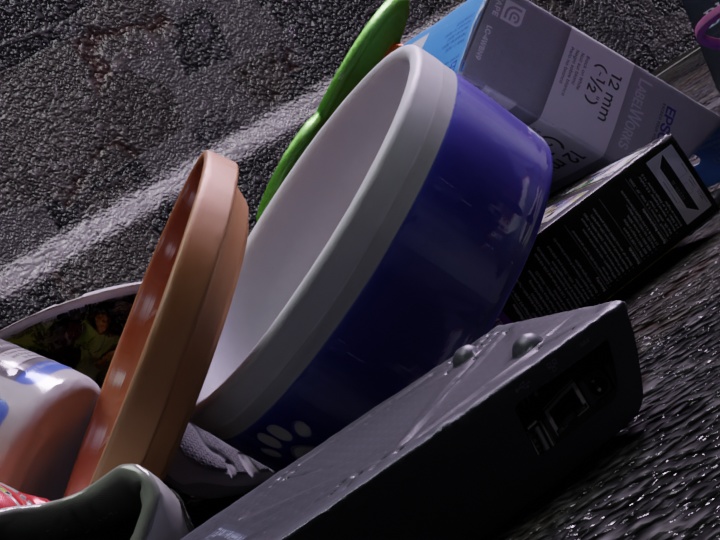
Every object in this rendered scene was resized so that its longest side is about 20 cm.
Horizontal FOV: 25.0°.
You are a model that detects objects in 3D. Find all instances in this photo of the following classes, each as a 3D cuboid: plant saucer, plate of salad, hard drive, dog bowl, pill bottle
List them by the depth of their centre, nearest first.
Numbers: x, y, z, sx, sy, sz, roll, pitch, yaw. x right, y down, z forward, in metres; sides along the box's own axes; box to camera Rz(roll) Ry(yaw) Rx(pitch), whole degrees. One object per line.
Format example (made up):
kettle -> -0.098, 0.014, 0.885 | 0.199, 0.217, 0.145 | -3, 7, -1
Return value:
hard drive -> -0.005, 0.081, 0.535 | 0.199, 0.042, 0.135 | -33, 3, -15
plant saucer -> -0.093, 0.044, 0.735 | 0.200, 0.032, 0.202 | -158, 90, -79
dog bowl -> 0.000, 0.000, 0.751 | 0.201, 0.079, 0.200 | -54, 13, 18
pill bottle -> -0.243, 0.073, 0.838 | 0.114, 0.199, 0.114 | -57, -20, -35
plate of salad -> -0.143, 0.058, 0.948 | 0.199, 0.048, 0.200 | -16, -20, -6

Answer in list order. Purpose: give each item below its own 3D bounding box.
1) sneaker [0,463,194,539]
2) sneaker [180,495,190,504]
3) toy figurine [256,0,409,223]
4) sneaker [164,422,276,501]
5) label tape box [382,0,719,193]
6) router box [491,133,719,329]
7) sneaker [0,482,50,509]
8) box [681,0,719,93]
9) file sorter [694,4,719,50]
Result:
sneaker -> -0.149, 0.134, 0.588 | 0.199, 0.074, 0.089 | -35, -32, -23
sneaker -> -0.161, 0.149, 0.968 | 0.090, 0.070, 0.200 | -37, -3, 3
toy figurine -> 0.057, -0.057, 1.052 | 0.200, 0.183, 0.151 | -55, -8, -41
sneaker -> -0.084, 0.108, 0.924 | 0.082, 0.075, 0.200 | -46, -6, 6
label tape box -> 0.114, -0.071, 0.934 | 0.143, 0.199, 0.066 | -25, 39, 63
router box -> 0.076, 0.009, 0.859 | 0.149, 0.051, 0.200 | -35, 3, -23
sneaker -> -0.194, 0.122, 0.715 | 0.084, 0.078, 0.199 | 9, -9, -36
box -> 0.273, -0.220, 0.916 | 0.196, 0.201, 0.117 | -31, -23, 35
file sorter -> 0.218, -0.215, 0.774 | 0.125, 0.201, 0.139 | 4, -23, -34
